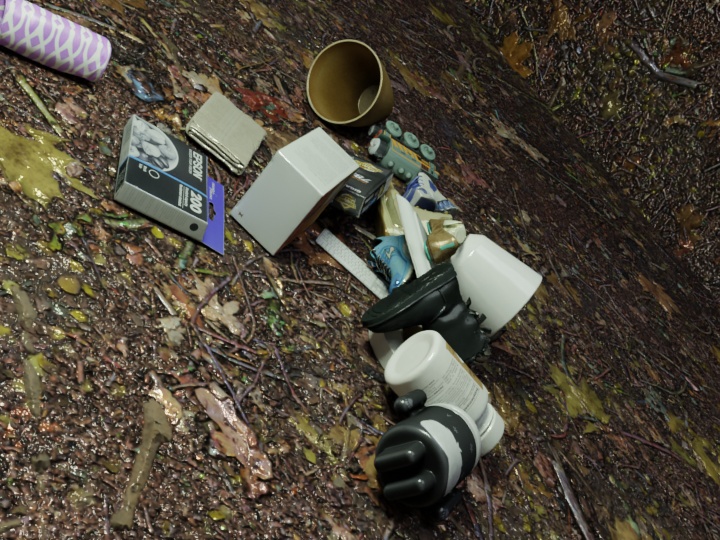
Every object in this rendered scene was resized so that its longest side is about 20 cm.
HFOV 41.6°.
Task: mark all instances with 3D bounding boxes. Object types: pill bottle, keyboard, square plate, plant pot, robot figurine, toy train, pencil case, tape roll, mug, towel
[{"bbox_3d":[0.139,0.202,1.511,0.200,0.114,0.115,48,24,-20],"label":"pill bottle"},{"bbox_3d":[0.000,0.000,1.746,0.200,0.011,0.056,41,27,-4],"label":"keyboard"},{"bbox_3d":[0.122,-0.014,1.730,0.199,0.028,0.202,57,17,-52],"label":"square plate"},{"bbox_3d":[0.001,-0.409,2.177,0.187,0.186,0.199,53,15,19],"label":"plant pot"},{"bbox_3d":[0.096,0.267,1.374,0.124,0.152,0.199,23,19,25],"label":"robot figurine"},{"bbox_3d":[0.100,-0.261,2.188,0.199,0.085,0.115,30,39,-24],"label":"toy train"},{"bbox_3d":[-0.502,-0.374,1.523,0.198,0.085,0.085,22,10,-39],"label":"pencil case"},{"bbox_3d":[0.100,0.144,1.648,0.202,0.037,0.204,34,28,-20],"label":"tape roll"},{"bbox_3d":[0.219,0.027,1.748,0.153,0.187,0.150,42,40,-1],"label":"mug"},{"bbox_3d":[-0.247,-0.255,1.750,0.132,0.034,0.201,39,26,-12],"label":"towel"}]

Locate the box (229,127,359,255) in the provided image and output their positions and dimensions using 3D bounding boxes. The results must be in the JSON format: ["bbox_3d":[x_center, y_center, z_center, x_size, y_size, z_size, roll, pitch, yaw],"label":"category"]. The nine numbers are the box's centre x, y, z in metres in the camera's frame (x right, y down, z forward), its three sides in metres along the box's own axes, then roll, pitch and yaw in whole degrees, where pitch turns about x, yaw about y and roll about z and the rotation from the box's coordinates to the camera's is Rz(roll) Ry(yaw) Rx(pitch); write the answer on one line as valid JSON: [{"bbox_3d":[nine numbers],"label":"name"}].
[{"bbox_3d":[-0.110,-0.140,1.639,0.106,0.152,0.200,43,27,0],"label":"box"}]

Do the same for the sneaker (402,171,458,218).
[{"bbox_3d":[0.128,-0.159,2.092,0.116,0.081,0.199,51,20,23],"label":"sneaker"}]

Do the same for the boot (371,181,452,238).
[{"bbox_3d":[0.105,-0.116,1.927,0.153,0.073,0.202,5,42,-13],"label":"boot"}]

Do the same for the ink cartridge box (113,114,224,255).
[{"bbox_3d":[-0.291,-0.138,1.511,0.199,0.043,0.199,29,30,-29],"label":"ink cartridge box"}]

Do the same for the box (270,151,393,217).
[{"bbox_3d":[-0.055,-0.186,1.825,0.198,0.050,0.198,24,23,10],"label":"box"}]

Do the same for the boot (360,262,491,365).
[{"bbox_3d":[0.114,0.099,1.581,0.164,0.197,0.073,64,-18,-16],"label":"boot"}]

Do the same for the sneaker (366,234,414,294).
[{"bbox_3d":[0.054,-0.002,1.746,0.088,0.079,0.201,5,27,-4],"label":"sneaker"}]

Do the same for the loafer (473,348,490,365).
[{"bbox_3d":[0.185,0.112,1.697,0.199,0.063,0.072,32,22,-44],"label":"loafer"}]

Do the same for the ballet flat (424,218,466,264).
[{"bbox_3d":[0.156,-0.061,1.715,0.200,0.071,0.069,-59,129,-77],"label":"ballet flat"}]

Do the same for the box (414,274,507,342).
[{"bbox_3d":[0.186,0.054,1.887,0.159,0.044,0.201,4,47,-50],"label":"box"}]
